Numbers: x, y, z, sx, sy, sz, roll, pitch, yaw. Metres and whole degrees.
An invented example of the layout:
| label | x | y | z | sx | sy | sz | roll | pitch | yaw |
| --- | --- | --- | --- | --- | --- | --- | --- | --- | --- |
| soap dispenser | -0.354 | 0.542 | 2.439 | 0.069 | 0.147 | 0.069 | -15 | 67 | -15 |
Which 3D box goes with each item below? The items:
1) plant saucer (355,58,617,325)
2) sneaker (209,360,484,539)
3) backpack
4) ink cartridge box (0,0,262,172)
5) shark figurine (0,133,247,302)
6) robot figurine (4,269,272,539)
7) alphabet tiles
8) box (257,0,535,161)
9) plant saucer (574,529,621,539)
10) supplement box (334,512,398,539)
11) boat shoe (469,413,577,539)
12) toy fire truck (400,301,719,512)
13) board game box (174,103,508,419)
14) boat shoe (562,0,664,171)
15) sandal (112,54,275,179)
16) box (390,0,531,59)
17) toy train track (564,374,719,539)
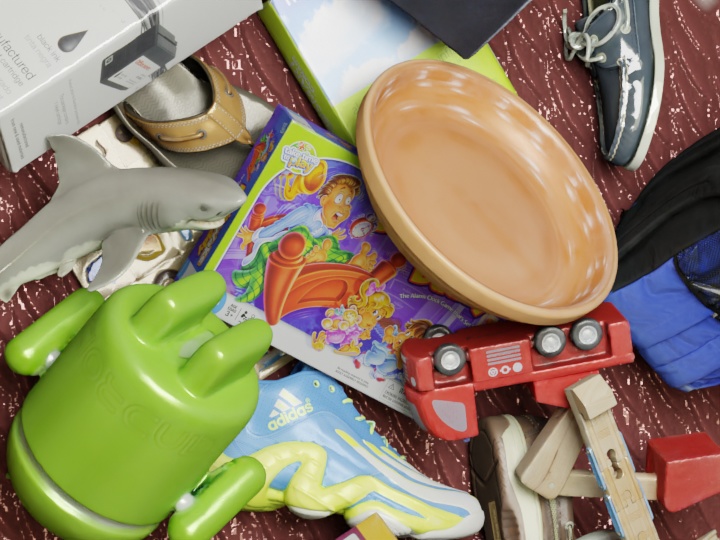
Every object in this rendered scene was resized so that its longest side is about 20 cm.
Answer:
| label | x | y | z | sx | sy | sz | roll | pitch | yaw |
| --- | --- | --- | --- | --- | --- | --- | --- | --- | --- |
| plant saucer | 0.075 | -0.045 | 1.463 | 0.200 | 0.037 | 0.201 | 26 | 41 | -25 |
| sneaker | -0.009 | 0.115 | 1.504 | 0.199 | 0.076 | 0.106 | 11 | 83 | -14 |
| backpack | 0.259 | -0.003 | 1.518 | 0.168 | 0.200 | 0.163 | 51 | 43 | -10 |
| ink cartridge box | -0.182 | -0.182 | 1.445 | 0.200 | 0.084 | 0.145 | -35 | 72 | -15 |
| shark figurine | -0.189 | -0.034 | 1.425 | 0.214 | 0.128 | 0.090 | -26 | 115 | -10 |
| robot figurine | -0.141 | 0.090 | 1.422 | 0.175 | 0.116 | 0.200 | 44 | 117 | 7 |
| alphabet tiles | -0.106 | -0.020 | 1.521 | 0.166 | 0.006 | 0.200 | -33 | 96 | -15 |
| box | 0.021 | -0.140 | 1.541 | 0.122 | 0.048 | 0.201 | -32 | 96 | -15 |
| plant saucer | 0.168 | 0.272 | 1.511 | 0.200 | 0.050 | 0.201 | -7 | 100 | -43 |
| supplement box | -0.026 | 0.270 | 1.432 | 0.200 | 0.131 | 0.103 | -33 | 136 | -6 |
| boat shoe | 0.125 | 0.196 | 1.539 | 0.075 | 0.075 | 0.203 | -3 | 87 | -21 |
| toy fire truck | 0.131 | 0.095 | 1.495 | 0.199 | 0.049 | 0.142 | -10 | 106 | -6 |
| board game box | 0.000 | 0.000 | 1.493 | 0.199 | 0.045 | 0.135 | 28 | 99 | -21 |
| boat shoe | 0.172 | -0.168 | 1.572 | 0.062 | 0.075 | 0.201 | 6 | 84 | -17 |
| sandal | -0.112 | -0.112 | 1.490 | 0.200 | 0.055 | 0.082 | 44 | 75 | -2 |
| box | 0.053 | -0.280 | 1.483 | 0.200 | 0.117 | 0.197 | 37 | 46 | -12 |
| toy train track | 0.180 | 0.162 | 1.461 | 0.114 | 0.032 | 0.201 | -26 | 99 | -27 |
